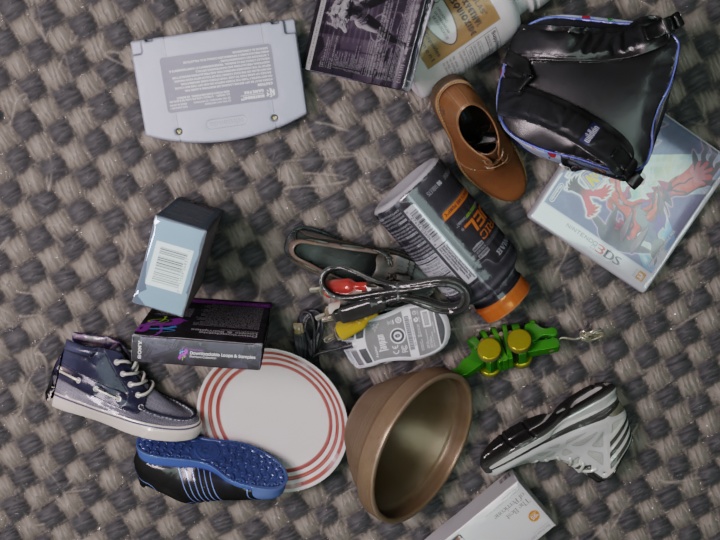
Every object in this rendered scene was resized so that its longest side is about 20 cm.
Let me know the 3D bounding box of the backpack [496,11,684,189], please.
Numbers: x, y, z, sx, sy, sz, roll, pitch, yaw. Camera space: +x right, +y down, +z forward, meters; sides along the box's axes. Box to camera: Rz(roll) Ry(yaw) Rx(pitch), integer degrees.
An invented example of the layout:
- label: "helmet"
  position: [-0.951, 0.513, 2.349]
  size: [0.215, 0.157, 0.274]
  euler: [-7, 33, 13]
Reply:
- label: "backpack"
  position: [0.257, -0.206, 1.145]
  size: [0.190, 0.154, 0.201]
  euler: [17, 88, 10]

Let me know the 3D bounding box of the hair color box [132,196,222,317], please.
- label: "hair color box"
  position: [-0.207, -0.021, 1.137]
  size: [0.060, 0.200, 0.099]
  euler: [17, 98, -5]

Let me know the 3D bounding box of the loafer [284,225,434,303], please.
- label: "loafer"
  position: [0.000, 0.000, 1.218]
  size: [0.199, 0.063, 0.072]
  euler: [17, 98, -5]

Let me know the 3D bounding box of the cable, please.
- label: "cable"
  position: [0.031, 0.024, 1.183]
  size: [0.199, 0.050, 0.098]
  euler: [-15, 101, 12]

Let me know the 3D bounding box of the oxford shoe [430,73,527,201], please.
- label: "oxford shoe"
  position: [0.149, -0.139, 1.166]
  size: [0.071, 0.071, 0.200]
  euler: [-38, 131, 7]

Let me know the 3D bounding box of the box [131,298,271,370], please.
- label: "box"
  position: [-0.180, 0.070, 1.153]
  size: [0.142, 0.200, 0.036]
  euler: [4, 100, -3]

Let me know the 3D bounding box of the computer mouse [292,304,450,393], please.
- label: "computer mouse"
  position: [0.016, 0.088, 1.246]
  size: [0.199, 0.044, 0.110]
  euler: [-11, 95, 5]

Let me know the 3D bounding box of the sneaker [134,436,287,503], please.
- label: "sneaker"
  position: [-0.190, 0.260, 1.246]
  size: [0.199, 0.070, 0.078]
  euler: [14, 125, 8]

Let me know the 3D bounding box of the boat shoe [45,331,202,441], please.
- label: "boat shoe"
  position: [-0.287, 0.143, 1.222]
  size: [0.199, 0.075, 0.093]
  euler: [15, 106, -4]

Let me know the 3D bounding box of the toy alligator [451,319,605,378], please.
- label: "toy alligator"
  position: [0.206, 0.088, 1.249]
  size: [0.199, 0.059, 0.054]
  euler: [-17, 59, 0]

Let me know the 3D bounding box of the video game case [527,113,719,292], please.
- label: "video game case"
  position: [0.338, -0.102, 1.237]
  size: [0.182, 0.023, 0.200]
  euler: [32, 96, -7]

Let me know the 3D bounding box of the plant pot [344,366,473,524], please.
- label: "plant pot"
  position: [0.046, 0.201, 1.217]
  size: [0.092, 0.200, 0.202]
  euler: [26, 99, 34]

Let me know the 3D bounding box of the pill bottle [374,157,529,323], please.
- label: "pill bottle"
  position: [0.118, -0.031, 1.198]
  size: [0.106, 0.106, 0.200]
  euler: [-41, 99, 4]

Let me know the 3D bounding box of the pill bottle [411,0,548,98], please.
- label: "pill bottle"
  position: [0.124, -0.302, 1.149]
  size: [0.200, 0.114, 0.115]
  euler: [-34, 99, 3]

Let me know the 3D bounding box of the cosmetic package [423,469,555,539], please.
- label: "cosmetic package"
  position: [0.151, 0.359, 1.290]
  size: [0.200, 0.051, 0.083]
  euler: [-41, 99, 4]

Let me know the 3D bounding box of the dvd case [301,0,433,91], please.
- label: "dvd case"
  position: [0.009, -0.289, 1.119]
  size: [0.016, 0.200, 0.149]
  euler: [7, 101, -40]

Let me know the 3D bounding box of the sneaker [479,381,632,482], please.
- label: "sneaker"
  position: [0.260, 0.238, 1.262]
  size: [0.200, 0.076, 0.116]
  euler: [-28, 97, 0]

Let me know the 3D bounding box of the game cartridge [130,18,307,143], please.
- label: "game cartridge"
  position: [-0.168, -0.223, 1.190]
  size: [0.199, 0.042, 0.134]
  euler: [-8, 104, -1]

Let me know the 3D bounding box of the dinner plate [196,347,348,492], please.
- label: "dinner plate"
  position: [-0.110, 0.188, 1.247]
  size: [0.199, 0.024, 0.201]
  euler: [3, 108, 10]
